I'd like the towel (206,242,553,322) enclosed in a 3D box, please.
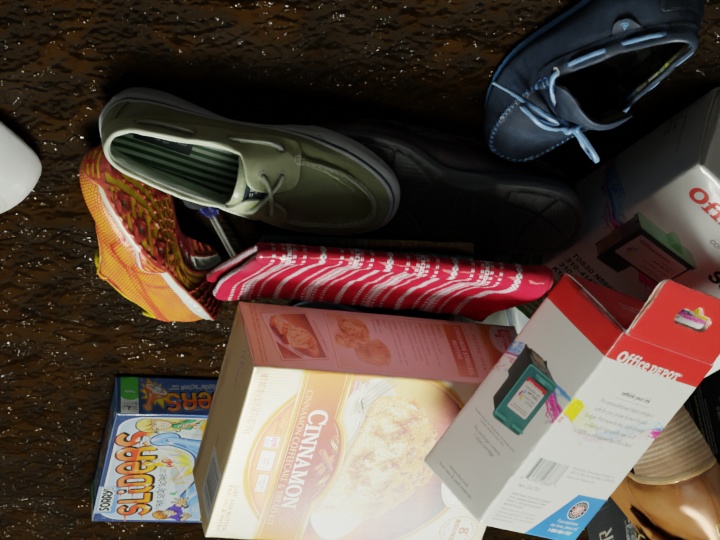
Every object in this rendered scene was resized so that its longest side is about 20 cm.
[{"bbox_3d":[0.011,0.008,1.504,0.199,0.023,0.145,5,170,-17],"label":"towel"}]

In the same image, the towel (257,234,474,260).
[{"bbox_3d":[0.000,0.000,1.587,0.146,0.022,0.200,2,173,-2],"label":"towel"}]

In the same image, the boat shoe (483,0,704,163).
[{"bbox_3d":[0.137,-0.118,1.439,0.084,0.069,0.200,10,147,-23],"label":"boat shoe"}]

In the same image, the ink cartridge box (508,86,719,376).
[{"bbox_3d":[0.217,-0.010,1.571,0.145,0.084,0.200,39,134,-17],"label":"ink cartridge box"}]

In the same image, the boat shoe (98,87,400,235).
[{"bbox_3d":[-0.072,-0.059,1.469,0.199,0.062,0.072,14,119,-6],"label":"boat shoe"}]

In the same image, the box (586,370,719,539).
[{"bbox_3d":[0.240,0.147,1.772,0.043,0.201,0.160,17,143,-43],"label":"box"}]

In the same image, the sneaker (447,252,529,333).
[{"bbox_3d":[0.090,0.053,1.716,0.070,0.073,0.200,-11,152,-8],"label":"sneaker"}]

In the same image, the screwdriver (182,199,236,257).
[{"bbox_3d":[-0.099,-0.034,1.600,0.028,0.029,0.200,-10,153,9],"label":"screwdriver"}]

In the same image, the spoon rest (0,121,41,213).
[{"bbox_3d":[-0.264,-0.082,1.475,0.099,0.061,0.200,-5,163,4],"label":"spoon rest"}]

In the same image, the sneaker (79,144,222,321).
[{"bbox_3d":[-0.156,-0.016,1.576,0.077,0.073,0.200,-2,148,16],"label":"sneaker"}]

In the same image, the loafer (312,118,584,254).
[{"bbox_3d":[0.050,-0.060,1.535,0.199,0.063,0.072,14,121,-6],"label":"loafer"}]

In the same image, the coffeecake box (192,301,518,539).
[{"bbox_3d":[0.001,0.109,1.578,0.199,0.073,0.154,5,126,-17],"label":"coffeecake box"}]

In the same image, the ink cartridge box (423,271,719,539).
[{"bbox_3d":[0.148,0.076,1.504,0.116,0.067,0.200,19,112,-51],"label":"ink cartridge box"}]

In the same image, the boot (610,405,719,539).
[{"bbox_3d":[0.220,0.178,1.704,0.076,0.156,0.200,-24,179,-24],"label":"boot"}]

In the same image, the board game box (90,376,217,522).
[{"bbox_3d":[-0.145,0.149,1.891,0.135,0.035,0.200,2,149,-11],"label":"board game box"}]

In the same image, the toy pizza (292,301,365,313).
[{"bbox_3d":[0.013,0.103,1.730,0.032,0.200,0.200,-37,167,-33],"label":"toy pizza"}]
